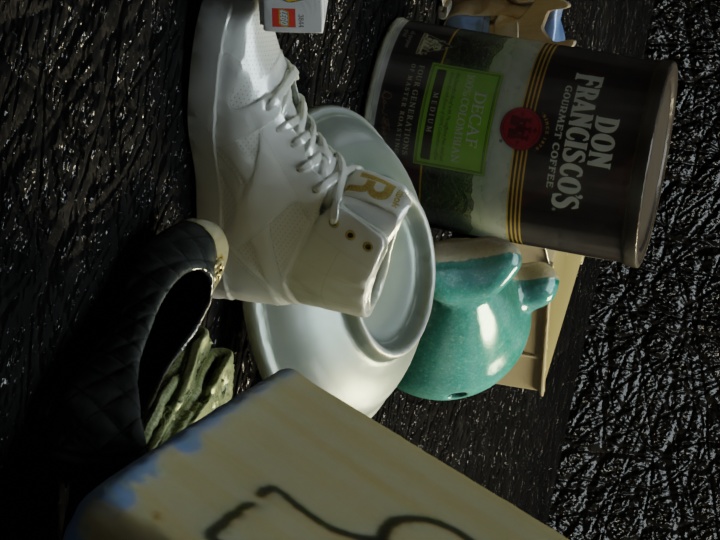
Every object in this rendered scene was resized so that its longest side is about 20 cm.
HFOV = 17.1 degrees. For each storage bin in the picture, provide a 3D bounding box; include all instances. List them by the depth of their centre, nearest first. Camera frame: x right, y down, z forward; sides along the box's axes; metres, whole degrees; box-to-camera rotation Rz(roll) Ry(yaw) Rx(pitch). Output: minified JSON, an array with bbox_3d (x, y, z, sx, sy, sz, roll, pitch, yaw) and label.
[{"bbox_3d":[0.151,-0.023,2.241,0.200,0.094,0.199,-68,164,-44],"label":"storage bin"}]

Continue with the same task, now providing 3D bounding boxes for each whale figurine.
[{"bbox_3d":[0.065,0.032,1.682,0.200,0.159,0.104,121,-38,-76],"label":"whale figurine"}]

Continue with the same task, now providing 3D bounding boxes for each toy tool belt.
[{"bbox_3d":[0.129,-0.176,1.895,0.125,0.123,0.200,-64,161,-54],"label":"toy tool belt"}]

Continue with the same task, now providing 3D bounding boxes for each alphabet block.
[{"bbox_3d":[-0.026,0.194,1.084,0.195,0.200,0.197,-31,148,-57],"label":"alphabet block"}]

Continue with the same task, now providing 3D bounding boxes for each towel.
[{"bbox_3d":[-0.104,0.143,1.265,0.148,0.036,0.200,-63,160,-57],"label":"towel"}]

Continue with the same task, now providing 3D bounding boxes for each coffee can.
[{"bbox_3d":[0.111,-0.091,1.687,0.146,0.200,0.147,10,90,-79],"label":"coffee can"}]

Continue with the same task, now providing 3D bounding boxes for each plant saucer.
[{"bbox_3d":[0.000,0.000,1.438,0.200,0.050,0.200,1,89,-61],"label":"plant saucer"}]

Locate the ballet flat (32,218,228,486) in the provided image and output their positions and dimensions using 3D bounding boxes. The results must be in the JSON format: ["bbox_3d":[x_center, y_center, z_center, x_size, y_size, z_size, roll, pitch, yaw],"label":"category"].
[{"bbox_3d":[-0.097,0.040,1.138,0.200,0.057,0.067,-64,158,-53],"label":"ballet flat"}]

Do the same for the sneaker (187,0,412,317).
[{"bbox_3d":[-0.026,-0.063,1.247,0.074,0.115,0.200,-63,158,-47],"label":"sneaker"}]

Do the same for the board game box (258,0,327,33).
[{"bbox_3d":[-0.025,-0.230,1.208,0.200,0.035,0.126,-83,175,-46],"label":"board game box"}]
